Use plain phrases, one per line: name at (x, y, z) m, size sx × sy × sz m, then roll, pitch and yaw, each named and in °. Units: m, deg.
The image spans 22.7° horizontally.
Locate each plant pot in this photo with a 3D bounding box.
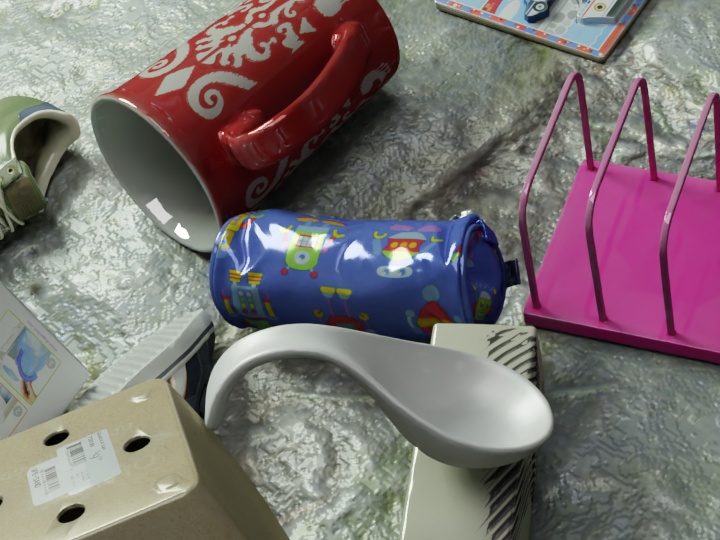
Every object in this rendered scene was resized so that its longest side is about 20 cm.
plant pot at (-0.131, 0.181, 0.982) m, size 0.199 × 0.178 × 0.200 m, roll -23°, pitch 26°, yaw -5°

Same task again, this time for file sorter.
file sorter at (0.213, -0.037, 1.150) m, size 0.199 × 0.126 × 0.139 m, roll 11°, pitch 56°, yaw 21°

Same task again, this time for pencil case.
pencil case at (0.000, 0.000, 1.182) m, size 0.199 × 0.078 × 0.087 m, roll 2°, pitch 69°, yaw 26°

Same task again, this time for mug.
mug at (-0.061, -0.116, 1.279) m, size 0.177 × 0.134 × 0.200 m, roll 30°, pitch 59°, yaw 35°

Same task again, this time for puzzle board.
puzzle board at (0.171, -0.255, 1.404) m, size 0.150 × 0.017 × 0.200 m, roll 22°, pitch 61°, yaw 28°

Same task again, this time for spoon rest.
spoon rest at (0.014, 0.069, 1.021) m, size 0.199 × 0.061 × 0.099 m, roll 6°, pitch 30°, yaw -8°

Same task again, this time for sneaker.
sneaker at (-0.142, 0.103, 1.161) m, size 0.078 × 0.080 × 0.200 m, roll -26°, pitch 15°, yaw 37°
sneaker at (-0.275, -0.055, 1.315) m, size 0.090 × 0.067 × 0.201 m, roll 7°, pitch 51°, yaw 24°

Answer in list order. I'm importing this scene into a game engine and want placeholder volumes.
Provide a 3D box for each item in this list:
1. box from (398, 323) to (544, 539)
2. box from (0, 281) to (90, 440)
box at (0.067, 0.134, 1.079) m, size 0.068 × 0.082 × 0.201 m, roll 1°, pitch 54°, yaw 12°
box at (-0.285, 0.111, 1.142) m, size 0.112 × 0.101 × 0.200 m, roll -3°, pitch 46°, yaw 45°
